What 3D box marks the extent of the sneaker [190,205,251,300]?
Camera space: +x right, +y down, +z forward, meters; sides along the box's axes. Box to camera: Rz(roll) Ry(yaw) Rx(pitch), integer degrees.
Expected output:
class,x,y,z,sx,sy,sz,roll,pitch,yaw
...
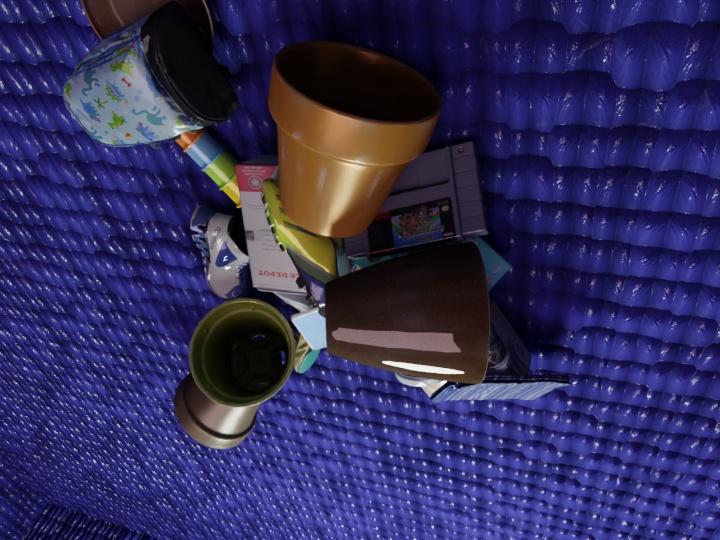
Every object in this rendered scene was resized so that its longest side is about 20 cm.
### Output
class,x,y,z,sx,sy,sz,roll,pitch,yaw
sneaker,-0.222,-0.023,1.100,0.114,0.081,0.201,8,135,22

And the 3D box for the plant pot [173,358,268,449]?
class,x,y,z,sx,sy,sz,roll,pitch,yaw
plant pot,-0.296,0.273,1.387,0.200,0.201,0.175,36,122,-13

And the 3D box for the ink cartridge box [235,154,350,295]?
class,x,y,z,sx,sy,sz,roll,pitch,yaw
ink cartridge box,-0.099,-0.070,0.939,0.144,0.085,0.202,5,112,22

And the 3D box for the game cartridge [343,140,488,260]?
class,x,y,z,sx,sy,sz,roll,pitch,yaw
game cartridge,0.068,-0.091,0.833,0.198,0.131,0.038,-11,162,20

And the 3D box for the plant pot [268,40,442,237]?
class,x,y,z,sx,sy,sz,roll,pitch,yaw
plant pot,-0.022,-0.150,0.752,0.199,0.201,0.184,21,129,4

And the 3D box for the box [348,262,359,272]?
class,x,y,z,sx,sy,sz,roll,pitch,yaw
box,0.000,0.000,1.016,0.198,0.070,0.065,-6,116,31

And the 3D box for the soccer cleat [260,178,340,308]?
class,x,y,z,sx,sy,sz,roll,pitch,yaw
soccer cleat,-0.075,-0.044,0.868,0.083,0.065,0.201,-27,98,-3

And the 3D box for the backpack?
class,x,y,z,sx,sy,sz,roll,pitch,yaw
backpack,-0.293,-0.245,0.817,0.199,0.154,0.164,11,146,35

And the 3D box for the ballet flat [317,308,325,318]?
class,x,y,z,sx,sy,sz,roll,pitch,yaw
ballet flat,0.031,0.075,1.004,0.198,0.069,0.068,-7,160,-10

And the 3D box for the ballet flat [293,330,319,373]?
class,x,y,z,sx,sy,sz,roll,pitch,yaw
ballet flat,-0.106,0.134,1.231,0.070,0.071,0.201,26,140,-2

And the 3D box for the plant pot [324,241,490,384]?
class,x,y,z,sx,sy,sz,roll,pitch,yaw
plant pot,0.053,0.058,0.813,0.198,0.188,0.188,-1,137,-2

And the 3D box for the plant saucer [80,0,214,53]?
class,x,y,z,sx,sy,sz,roll,pitch,yaw
plant saucer,-0.279,-0.349,0.818,0.198,0.037,0.201,13,138,12

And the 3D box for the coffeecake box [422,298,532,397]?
class,x,y,z,sx,sy,sz,roll,pitch,yaw
coffeecake box,0.178,0.145,1.088,0.199,0.073,0.154,-17,123,37

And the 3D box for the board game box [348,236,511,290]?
class,x,y,z,sx,sy,sz,roll,pitch,yaw
board game box,0.101,-0.017,0.911,0.200,0.047,0.151,39,97,-16

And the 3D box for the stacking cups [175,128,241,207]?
class,x,y,z,sx,sy,sz,roll,pitch,yaw
stacking cups,-0.240,-0.190,0.954,0.060,0.061,0.200,-23,118,41

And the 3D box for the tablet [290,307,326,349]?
class,x,y,z,sx,sy,sz,roll,pitch,yaw
tablet,-0.011,0.080,1.073,0.198,0.014,0.130,-18,144,5

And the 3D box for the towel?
class,x,y,z,sx,sy,sz,roll,pitch,yaw
towel,0.225,0.197,1.003,0.198,0.024,0.145,2,156,-10

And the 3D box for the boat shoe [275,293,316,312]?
class,x,y,z,sx,sy,sz,roll,pitch,yaw
boat shoe,-0.081,0.049,1.128,0.199,0.074,0.065,33,170,-17

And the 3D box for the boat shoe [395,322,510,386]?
class,x,y,z,sx,sy,sz,roll,pitch,yaw
boat shoe,0.135,0.126,0.989,0.199,0.071,0.091,-13,124,27

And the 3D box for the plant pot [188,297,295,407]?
class,x,y,z,sx,sy,sz,roll,pitch,yaw
plant pot,-0.215,0.172,1.212,0.199,0.202,0.184,19,167,7
